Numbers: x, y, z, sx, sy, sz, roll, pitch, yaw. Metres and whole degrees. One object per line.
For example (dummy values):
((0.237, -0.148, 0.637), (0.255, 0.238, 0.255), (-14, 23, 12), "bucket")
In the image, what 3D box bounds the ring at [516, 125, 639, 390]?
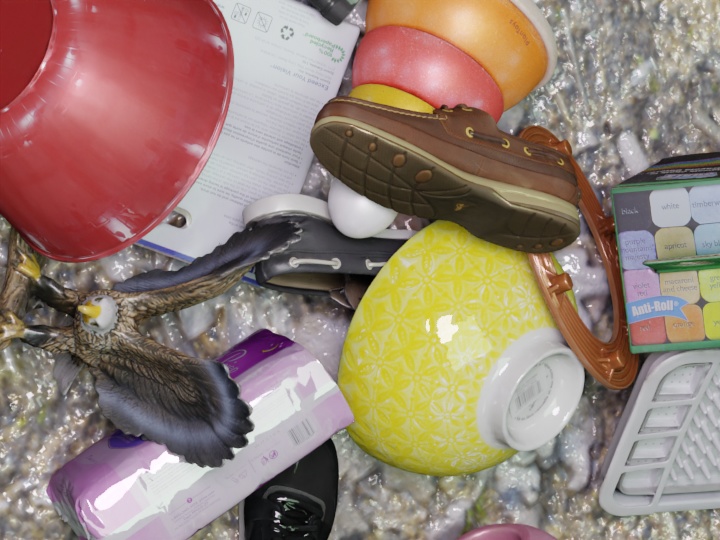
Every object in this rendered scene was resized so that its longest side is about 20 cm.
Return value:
((0.160, -0.012, 1.601), (0.019, 0.200, 0.201), (-20, 105, 23), "ring")

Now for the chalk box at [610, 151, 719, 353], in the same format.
((0.256, -0.013, 1.605), (0.125, 0.200, 0.124), (-4, 100, 23), "chalk box")

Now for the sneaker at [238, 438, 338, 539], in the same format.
((-0.052, 0.209, 1.585), (0.076, 0.088, 0.200), (19, 88, -21), "sneaker")

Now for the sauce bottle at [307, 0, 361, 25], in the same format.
((-0.082, -0.242, 1.532), (0.200, 0.065, 0.065), (39, 81, -11), "sauce bottle")

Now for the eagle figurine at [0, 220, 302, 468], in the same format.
((-0.143, 0.036, 1.462), (0.200, 0.151, 0.152), (9, 116, 7), "eagle figurine")

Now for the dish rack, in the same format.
((0.280, 0.109, 1.691), (0.200, 0.044, 0.172), (-1, 131, -20), "dish rack")

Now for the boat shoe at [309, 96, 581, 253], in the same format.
((0.057, -0.073, 1.471), (0.200, 0.072, 0.068), (20, 61, -24), "boat shoe")

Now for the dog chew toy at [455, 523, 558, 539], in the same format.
((0.120, 0.287, 1.644), (0.124, 0.125, 0.200), (-25, 110, -17), "dog chew toy")

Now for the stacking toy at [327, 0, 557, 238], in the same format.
((0.033, -0.109, 1.534), (0.146, 0.146, 0.200), (40, 65, -19), "stacking toy")

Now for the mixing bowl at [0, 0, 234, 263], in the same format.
((-0.189, -0.115, 1.401), (0.108, 0.200, 0.200), (29, 84, -45), "mixing bowl")

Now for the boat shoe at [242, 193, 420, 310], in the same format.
((0.000, 0.000, 1.565), (0.200, 0.074, 0.060), (20, 57, -46), "boat shoe")

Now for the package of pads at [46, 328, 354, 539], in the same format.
((-0.112, 0.123, 1.538), (0.200, 0.120, 0.076), (-34, 106, -14), "package of pads")

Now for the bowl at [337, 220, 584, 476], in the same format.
((0.091, 0.068, 1.570), (0.200, 0.108, 0.200), (-24, 129, -33), "bowl")

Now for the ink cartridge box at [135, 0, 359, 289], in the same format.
((-0.123, -0.111, 1.554), (0.199, 0.041, 0.200), (21, 88, -21), "ink cartridge box")
